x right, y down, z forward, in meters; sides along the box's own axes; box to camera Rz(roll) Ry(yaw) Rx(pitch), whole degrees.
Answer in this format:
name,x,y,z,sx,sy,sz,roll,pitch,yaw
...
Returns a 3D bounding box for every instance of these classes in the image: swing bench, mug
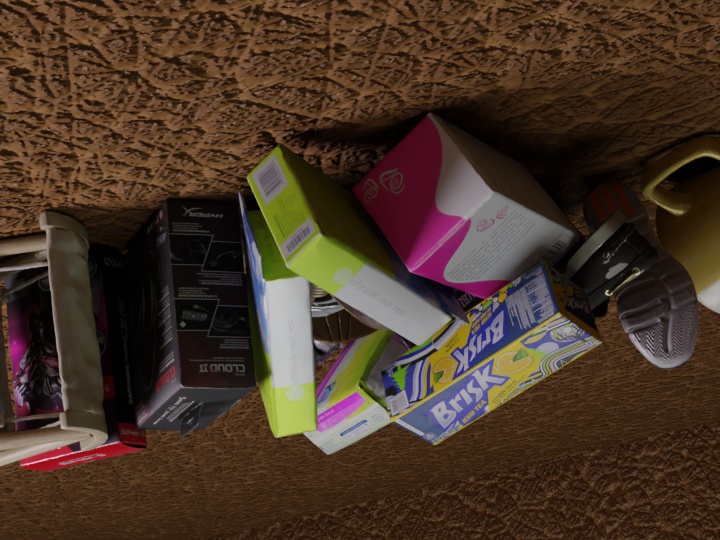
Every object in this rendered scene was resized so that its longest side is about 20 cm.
name,x,y,z,sx,sy,sz,roll,pitch,yaw
swing bench,-0.327,0.073,1.342,0.199,0.200,0.130,-13,164,18
mug,0.385,-0.052,1.400,0.186,0.150,0.153,-3,157,-41

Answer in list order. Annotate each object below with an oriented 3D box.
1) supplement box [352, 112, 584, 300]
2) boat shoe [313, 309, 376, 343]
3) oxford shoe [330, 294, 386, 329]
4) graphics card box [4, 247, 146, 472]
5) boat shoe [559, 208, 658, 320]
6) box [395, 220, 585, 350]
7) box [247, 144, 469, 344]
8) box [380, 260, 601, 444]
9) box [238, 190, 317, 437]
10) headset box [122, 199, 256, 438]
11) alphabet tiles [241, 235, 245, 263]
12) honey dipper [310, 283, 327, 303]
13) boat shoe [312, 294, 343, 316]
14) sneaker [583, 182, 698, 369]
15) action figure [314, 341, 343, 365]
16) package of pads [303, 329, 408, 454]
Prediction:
name,x,y,z,sx,sy,sz,roll,pitch,yaw
supplement box,0.099,-0.049,1.266,0.101,0.103,0.200,-43,153,16
boat shoe,-0.070,0.045,1.631,0.199,0.074,0.063,-1,-173,-8
oxford shoe,0.000,0.011,1.403,0.071,0.073,0.200,-28,141,2
graphics card box,-0.283,0.088,1.414,0.125,0.201,0.051,-15,163,25
boat shoe,0.210,0.022,1.352,0.072,0.061,0.201,-44,172,-35
box,0.131,0.023,1.458,0.200,0.086,0.164,-41,162,0
box,-0.001,-0.016,1.229,0.048,0.122,0.200,-43,134,16
box,0.116,0.079,1.308,0.200,0.064,0.070,-35,134,27
box,-0.076,0.038,1.318,0.047,0.122,0.201,-8,124,-11
headset box,-0.164,0.055,1.346,0.077,0.201,0.149,3,159,-25
alphabet tiles,-0.159,-0.002,1.519,0.167,0.008,0.200,-9,164,3
honey dipper,-0.051,0.024,1.401,0.038,0.038,0.200,-5,165,-11
boat shoe,0.000,0.003,1.498,0.199,0.074,0.068,0,155,-4
sneaker,0.281,0.016,1.419,0.077,0.201,0.112,-17,155,3
action figure,-0.062,0.094,1.744,0.130,0.069,0.200,-45,-169,-23
package of pads,0.025,0.107,1.668,0.068,0.200,0.154,41,141,-10
